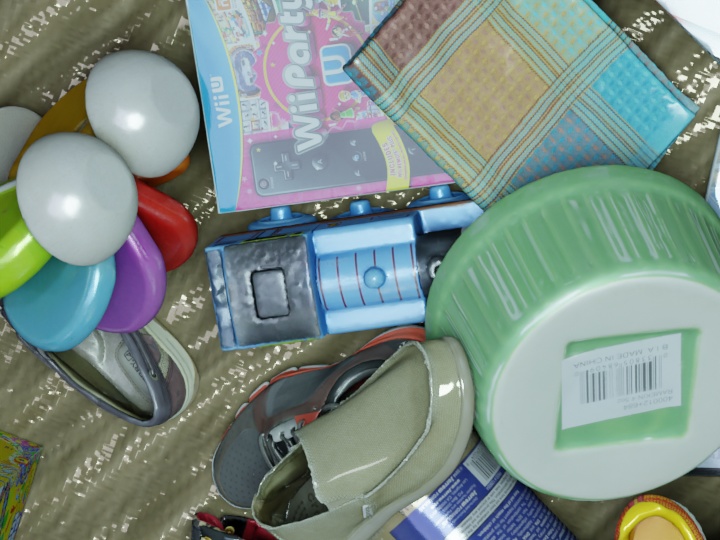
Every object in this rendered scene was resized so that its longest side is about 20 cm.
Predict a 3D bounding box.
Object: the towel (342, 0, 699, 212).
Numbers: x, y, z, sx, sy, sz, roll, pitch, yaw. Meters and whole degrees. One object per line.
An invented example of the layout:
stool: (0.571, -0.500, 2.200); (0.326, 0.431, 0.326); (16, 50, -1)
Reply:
towel: (0.103, -0.110, 1.663); (0.200, 0.022, 0.147); (43, 78, -19)

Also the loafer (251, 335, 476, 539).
loafer: (0.000, 0.112, 1.629); (0.068, 0.076, 0.200); (8, 135, -34)

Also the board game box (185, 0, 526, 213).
board game box: (0.000, -0.121, 1.713); (0.200, 0.064, 0.148); (-7, 98, 10)

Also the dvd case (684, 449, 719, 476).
dvd case: (0.241, 0.063, 1.731); (0.200, 0.018, 0.143); (0, 101, 8)

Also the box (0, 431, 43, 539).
box: (-0.338, 0.157, 1.746); (0.200, 0.193, 0.122); (20, 102, 4)

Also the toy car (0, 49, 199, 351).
toy car: (-0.176, -0.031, 1.694); (0.175, 0.200, 0.150); (-20, 117, 39)

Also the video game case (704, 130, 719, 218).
video game case: (0.297, -0.077, 1.688); (0.143, 0.018, 0.200); (13, 96, 7)

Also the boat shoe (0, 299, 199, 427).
boat shoe: (-0.192, 0.028, 1.766); (0.200, 0.065, 0.072); (44, 105, 0)

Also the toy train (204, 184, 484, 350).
toy train: (0.000, 0.000, 1.707); (0.200, 0.114, 0.087); (-7, 99, 10)

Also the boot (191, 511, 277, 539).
boot: (-0.119, 0.234, 1.789); (0.200, 0.073, 0.151); (17, 98, 11)

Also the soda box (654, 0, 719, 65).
soda box: (0.243, -0.151, 1.650); (0.200, 0.064, 0.068); (45, 100, 6)

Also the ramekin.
ramekin: (0.147, 0.045, 1.636); (0.200, 0.098, 0.200); (-8, 127, -11)

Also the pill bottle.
pill bottle: (0.087, 0.197, 1.731); (0.112, 0.112, 0.200); (-43, 91, 13)

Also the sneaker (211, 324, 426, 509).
sneaker: (-0.030, 0.101, 1.732); (0.200, 0.082, 0.077); (-36, 94, 30)

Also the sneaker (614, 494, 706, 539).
sneaker: (0.210, 0.230, 1.633); (0.073, 0.077, 0.200); (-34, 83, 11)
